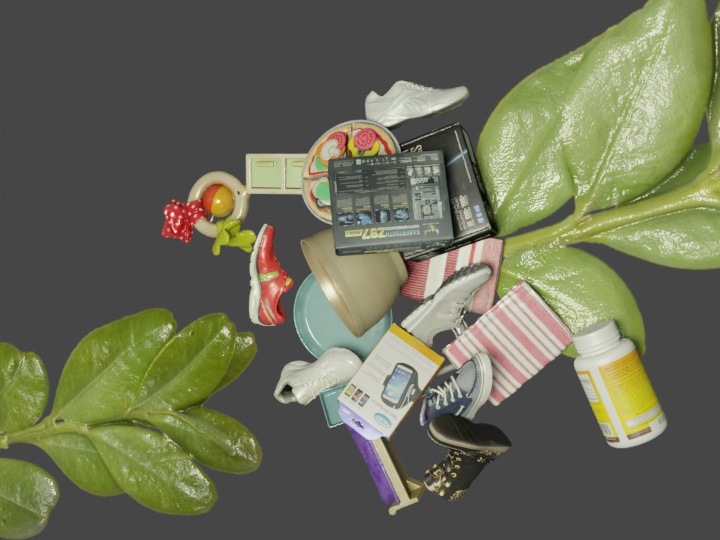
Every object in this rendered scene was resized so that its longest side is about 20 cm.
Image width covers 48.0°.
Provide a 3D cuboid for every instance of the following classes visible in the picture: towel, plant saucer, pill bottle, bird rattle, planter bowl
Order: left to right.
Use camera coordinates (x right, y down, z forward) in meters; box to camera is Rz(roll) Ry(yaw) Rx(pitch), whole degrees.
[{"bbox_3d":[-0.290,-0.115,1.597,0.199,0.112,0.165,23,91,26],"label":"bird rattle"},{"bbox_3d":[-0.032,0.085,1.559,0.198,0.027,0.203,2,96,16],"label":"plant saucer"},{"bbox_3d":[0.000,0.000,1.442,0.134,0.200,0.201,-31,87,-11],"label":"planter bowl"},{"bbox_3d":[0.027,0.228,1.494,0.198,0.019,0.071,-18,67,-4],"label":"plant saucer"},{"bbox_3d":[0.157,-0.007,1.496,0.198,0.023,0.146,13,102,16],"label":"towel"},{"bbox_3d":[0.267,0.133,1.464,0.200,0.030,0.146,-43,93,14],"label":"towel"},{"bbox_3d":[0.438,0.192,1.389,0.108,0.109,0.202,-23,90,17],"label":"pill bottle"}]

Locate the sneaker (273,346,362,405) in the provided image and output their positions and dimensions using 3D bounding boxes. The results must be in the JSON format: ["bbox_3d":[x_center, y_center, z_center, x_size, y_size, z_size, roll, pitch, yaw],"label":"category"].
[{"bbox_3d":[-0.081,0.212,1.530,0.199,0.100,0.078,-24,111,33],"label":"sneaker"}]

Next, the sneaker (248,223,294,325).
[{"bbox_3d":[-0.169,0.008,1.576,0.084,0.077,0.202,4,104,5],"label":"sneaker"}]

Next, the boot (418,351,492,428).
[{"bbox_3d":[0.166,0.220,1.435,0.089,0.073,0.201,-5,138,-16],"label":"boot"}]

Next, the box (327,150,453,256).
[{"bbox_3d":[0.048,-0.112,1.350,0.197,0.051,0.160,-6,74,-2],"label":"box"}]

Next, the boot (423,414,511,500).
[{"bbox_3d":[0.166,0.340,1.459,0.151,0.199,0.073,-55,46,20],"label":"boot"}]

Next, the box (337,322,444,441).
[{"bbox_3d":[0.049,0.210,1.470,0.119,0.042,0.201,34,77,16],"label":"box"}]

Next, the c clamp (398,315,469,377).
[{"bbox_3d":[0.146,0.165,1.515,0.198,0.027,0.173,-19,91,17],"label":"c clamp"}]

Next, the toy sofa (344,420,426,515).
[{"bbox_3d":[0.037,0.356,1.540,0.097,0.083,0.202,-26,88,17],"label":"toy sofa"}]

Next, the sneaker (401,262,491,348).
[{"bbox_3d":[0.168,0.062,1.463,0.082,0.075,0.200,47,120,-3],"label":"sneaker"}]

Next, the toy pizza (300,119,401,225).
[{"bbox_3d":[-0.021,-0.177,1.430,0.198,0.032,0.203,-7,71,22],"label":"toy pizza"}]

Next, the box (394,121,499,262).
[{"bbox_3d":[0.136,-0.136,1.438,0.162,0.086,0.202,-18,81,18],"label":"box"}]

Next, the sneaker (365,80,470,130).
[{"bbox_3d":[0.097,-0.308,1.455,0.198,0.070,0.081,-12,90,18],"label":"sneaker"}]

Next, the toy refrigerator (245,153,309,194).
[{"bbox_3d":[-0.115,-0.182,1.531,0.198,0.070,0.077,3,97,17],"label":"toy refrigerator"}]
